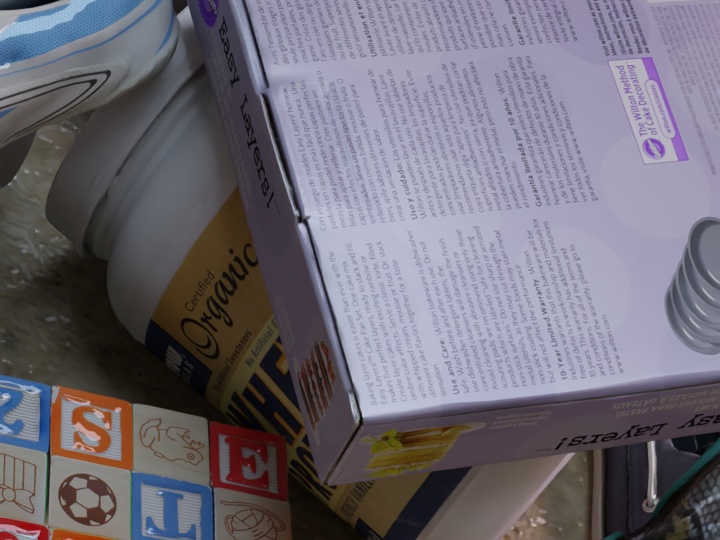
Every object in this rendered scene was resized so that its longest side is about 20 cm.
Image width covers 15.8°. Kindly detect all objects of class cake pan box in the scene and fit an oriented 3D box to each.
[{"bbox_3d":[0.051,-0.037,0.853,0.183,0.052,0.201,-7,64,-24],"label":"cake pan box"}]

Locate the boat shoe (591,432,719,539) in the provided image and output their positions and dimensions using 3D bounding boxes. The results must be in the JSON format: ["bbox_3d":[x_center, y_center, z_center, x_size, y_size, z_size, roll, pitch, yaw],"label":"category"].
[{"bbox_3d":[0.130,0.081,0.995,0.072,0.063,0.201,10,48,-23],"label":"boat shoe"}]

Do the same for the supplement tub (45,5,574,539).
[{"bbox_3d":[0.000,0.000,0.931,0.200,0.145,0.144,40,44,7],"label":"supplement tub"}]

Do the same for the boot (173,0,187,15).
[{"bbox_3d":[-0.018,-0.193,0.978,0.073,0.199,0.183,-35,104,-80],"label":"boot"}]

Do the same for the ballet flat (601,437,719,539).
[{"bbox_3d":[0.114,0.108,0.924,0.200,0.072,0.072,-35,72,-14],"label":"ballet flat"}]

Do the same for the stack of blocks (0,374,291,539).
[{"bbox_3d":[-0.122,0.095,0.837,0.199,0.059,0.116,13,47,-20],"label":"stack of blocks"}]

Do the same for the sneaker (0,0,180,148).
[{"bbox_3d":[-0.150,-0.052,0.837,0.200,0.072,0.073,-36,114,-17],"label":"sneaker"}]

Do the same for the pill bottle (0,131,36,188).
[{"bbox_3d":[-0.213,-0.090,0.902,0.199,0.120,0.120,10,48,-23],"label":"pill bottle"}]
